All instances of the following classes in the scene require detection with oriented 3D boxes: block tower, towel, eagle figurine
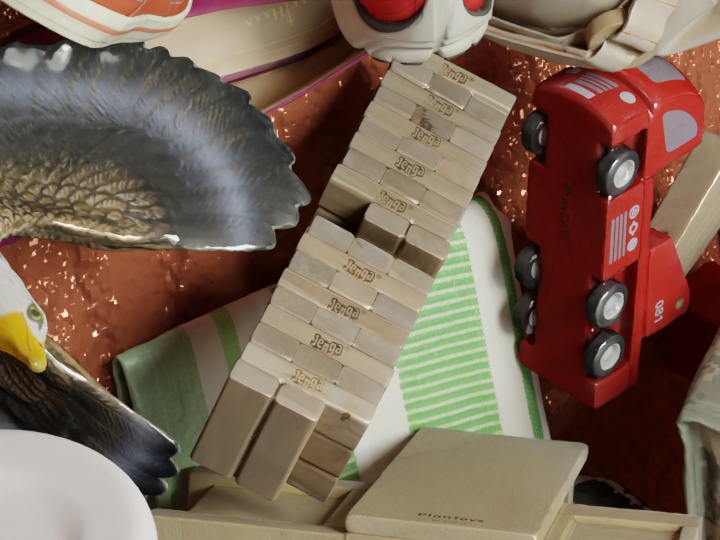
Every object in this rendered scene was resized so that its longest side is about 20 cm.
[{"bbox_3d":[0.000,0.000,1.062,0.054,0.058,0.200,28,47,-1],"label":"block tower"},{"bbox_3d":[-0.005,0.067,1.153,0.199,0.023,0.153,-25,114,-32],"label":"towel"},{"bbox_3d":[-0.132,-0.008,0.949,0.200,0.151,0.152,17,55,-53],"label":"eagle figurine"}]

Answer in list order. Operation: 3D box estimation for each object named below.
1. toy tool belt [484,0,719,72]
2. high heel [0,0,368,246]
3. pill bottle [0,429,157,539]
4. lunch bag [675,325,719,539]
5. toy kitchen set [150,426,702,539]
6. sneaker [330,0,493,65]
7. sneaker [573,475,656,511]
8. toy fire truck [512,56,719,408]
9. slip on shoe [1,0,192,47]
[{"bbox_3d":[0.100,-0.146,1.079,0.123,0.199,0.125,45,63,-39],"label":"toy tool belt"},{"bbox_3d":[-0.072,-0.065,1.019,0.200,0.096,0.068,-42,123,-25],"label":"high heel"},{"bbox_3d":[-0.119,0.166,0.956,0.119,0.119,0.201,-31,136,-30],"label":"pill bottle"},{"bbox_3d":[0.208,0.085,1.182,0.201,0.117,0.164,78,32,-41],"label":"lunch bag"},{"bbox_3d":[0.029,0.166,1.093,0.163,0.199,0.182,-39,133,-75],"label":"toy kitchen set"},{"bbox_3d":[0.015,-0.171,1.016,0.077,0.201,0.085,-9,146,-9],"label":"sneaker"},{"bbox_3d":[0.135,0.162,1.254,0.081,0.075,0.200,-47,133,-5],"label":"sneaker"},{"bbox_3d":[0.129,-0.014,1.186,0.141,0.049,0.201,-30,135,-35],"label":"toy fire truck"},{"bbox_3d":[-0.085,-0.119,0.946,0.074,0.200,0.061,31,100,-2],"label":"slip on shoe"}]
